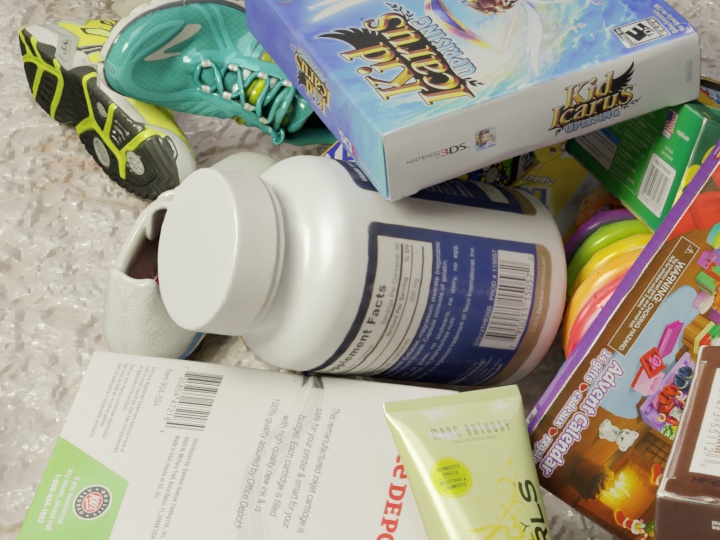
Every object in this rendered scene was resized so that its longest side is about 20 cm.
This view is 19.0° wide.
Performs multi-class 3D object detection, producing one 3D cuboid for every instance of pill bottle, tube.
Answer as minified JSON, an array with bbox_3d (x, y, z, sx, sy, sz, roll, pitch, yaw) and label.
[{"bbox_3d":[0.000,0.000,1.126,0.199,0.111,0.111,7,32,-33],"label":"pill bottle"},{"bbox_3d":[0.067,0.151,1.007,0.052,0.058,0.201,-21,70,18],"label":"tube"}]

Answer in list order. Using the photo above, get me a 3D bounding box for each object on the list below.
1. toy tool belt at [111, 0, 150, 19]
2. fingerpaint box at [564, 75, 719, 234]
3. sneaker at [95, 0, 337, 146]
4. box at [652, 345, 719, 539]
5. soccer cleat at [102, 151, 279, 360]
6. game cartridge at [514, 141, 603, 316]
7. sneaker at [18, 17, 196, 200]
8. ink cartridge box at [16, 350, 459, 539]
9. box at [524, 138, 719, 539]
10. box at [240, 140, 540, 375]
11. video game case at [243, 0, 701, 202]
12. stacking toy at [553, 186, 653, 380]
[{"bbox_3d":[-0.131,-0.243,1.482,0.125,0.123,0.200,6,28,-45],"label":"toy tool belt"},{"bbox_3d":[0.224,-0.054,1.199,0.166,0.074,0.200,16,14,-13],"label":"fingerpaint box"},{"bbox_3d":[-0.061,-0.116,1.302,0.199,0.078,0.080,8,28,-29],"label":"sneaker"},{"bbox_3d":[0.172,0.141,0.971,0.075,0.201,0.100,9,41,16],"label":"box"},{"bbox_3d":[-0.090,-0.023,1.261,0.070,0.087,0.200,12,42,16],"label":"soccer cleat"},{"bbox_3d":[0.081,-0.051,1.328,0.176,0.033,0.200,19,44,23],"label":"game cartridge"},{"bbox_3d":[-0.150,-0.115,1.376,0.076,0.076,0.200,-22,42,-22],"label":"sneaker"},{"bbox_3d":[-0.055,0.126,1.087,0.199,0.084,0.146,6,42,10],"label":"ink cartridge box"},{"bbox_3d":[0.183,0.049,1.063,0.137,0.200,0.039,34,6,-3],"label":"box"},{"bbox_3d":[0.007,-0.033,1.237,0.200,0.070,0.064,-44,43,-19],"label":"box"},{"bbox_3d":[0.054,-0.130,1.151,0.181,0.046,0.200,-20,39,-15],"label":"video game case"},{"bbox_3d":[0.152,0.007,1.189,0.110,0.116,0.200,32,23,-25],"label":"stacking toy"}]
